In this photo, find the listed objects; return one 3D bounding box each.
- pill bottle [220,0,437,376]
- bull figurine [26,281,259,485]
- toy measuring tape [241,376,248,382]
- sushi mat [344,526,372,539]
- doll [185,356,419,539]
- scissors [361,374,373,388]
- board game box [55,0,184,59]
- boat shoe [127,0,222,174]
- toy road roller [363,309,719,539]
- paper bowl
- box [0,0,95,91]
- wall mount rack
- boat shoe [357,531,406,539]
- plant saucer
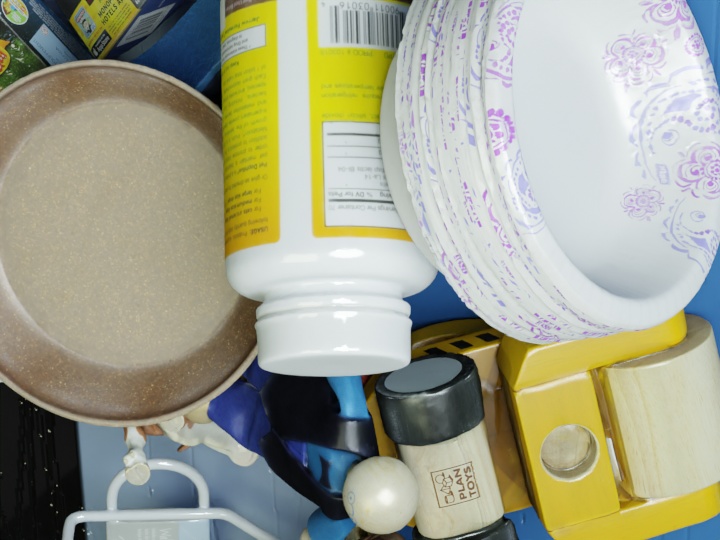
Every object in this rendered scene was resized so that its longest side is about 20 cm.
[{"bbox_3d":[-0.016,-0.051,1.262,0.109,0.109,0.201,-9,77,36],"label":"pill bottle"},{"bbox_3d":[-0.129,0.051,1.465,0.065,0.122,0.200,-29,107,11],"label":"bull figurine"},{"bbox_3d":[0.015,0.099,1.453,0.199,0.074,0.074,31,129,-5],"label":"toy measuring tape"},{"bbox_3d":[0.002,0.222,1.511,0.012,0.096,0.201,-9,116,-8],"label":"sushi mat"},{"bbox_3d":[-0.028,0.090,1.338,0.200,0.048,0.137,31,125,52],"label":"doll"},{"bbox_3d":[0.000,0.000,1.379,0.073,0.014,0.201,36,113,28],"label":"scissors"},{"bbox_3d":[-0.137,-0.251,1.347,0.200,0.062,0.200,56,139,8],"label":"board game box"},{"bbox_3d":[-0.086,-0.092,1.385,0.200,0.068,0.085,-37,52,32],"label":"boat shoe"},{"bbox_3d":[0.095,0.077,1.363,0.199,0.146,0.124,-15,109,-2],"label":"toy road roller"},{"bbox_3d":[0.087,-0.065,1.221,0.104,0.201,0.202,-9,109,38],"label":"paper bowl"},{"bbox_3d":[-0.227,-0.077,1.502,0.200,0.038,0.137,-29,113,40],"label":"box"},{"bbox_3d":[-0.098,0.209,1.561,0.173,0.075,0.201,0,133,-3],"label":"wall mount rack"},{"bbox_3d":[-0.025,0.210,1.429,0.075,0.075,0.202,47,144,-17],"label":"boat shoe"},{"bbox_3d":[-0.133,-0.016,1.351,0.199,0.037,0.202,3,102,12],"label":"plant saucer"}]
